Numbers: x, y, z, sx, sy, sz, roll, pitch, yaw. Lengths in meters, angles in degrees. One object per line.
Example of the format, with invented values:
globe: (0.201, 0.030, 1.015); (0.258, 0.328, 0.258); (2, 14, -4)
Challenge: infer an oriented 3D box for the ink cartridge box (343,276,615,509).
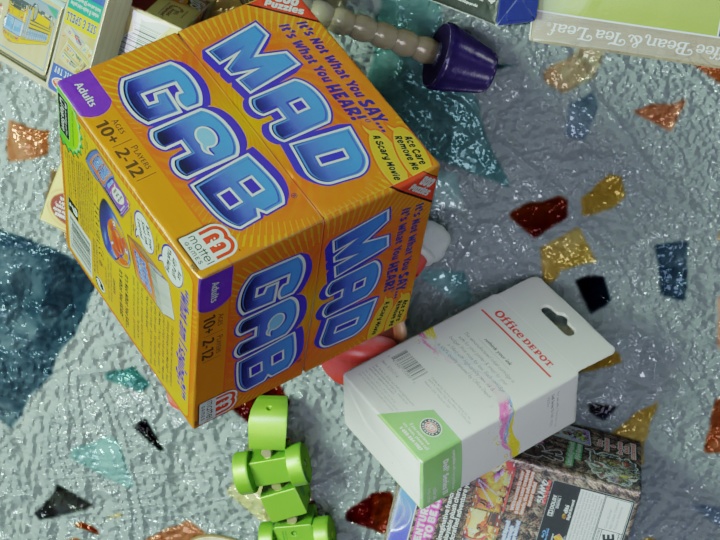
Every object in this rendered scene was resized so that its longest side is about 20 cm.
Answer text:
ink cartridge box: (0.099, 0.097, 1.409); (0.200, 0.117, 0.067); (-26, 140, -21)

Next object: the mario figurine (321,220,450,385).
mario figurine: (0.000, 0.000, 1.454); (0.123, 0.106, 0.200); (14, 105, 42)

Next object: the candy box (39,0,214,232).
candy box: (-0.190, -0.133, 1.395); (0.055, 0.115, 0.200); (26, 112, -1)

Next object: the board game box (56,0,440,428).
board game box: (-0.089, -0.047, 1.278); (0.200, 0.200, 0.200); (52, 154, 26)

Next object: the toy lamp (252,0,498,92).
toy lamp: (0.013, -0.186, 1.355); (0.200, 0.058, 0.058); (15, 113, -16)

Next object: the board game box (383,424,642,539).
board game box: (0.128, 0.213, 1.489); (0.200, 0.097, 0.160); (15, 112, 3)

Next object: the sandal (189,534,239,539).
sandal: (-0.086, 0.334, 1.583); (0.078, 0.070, 0.212); (-41, 100, 20)

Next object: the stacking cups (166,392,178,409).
stacking cups: (-0.129, 0.029, 1.485); (0.060, 0.061, 0.200); (12, 116, 4)

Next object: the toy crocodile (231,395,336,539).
toy crocodile: (-0.065, 0.206, 1.542); (0.067, 0.062, 0.200); (-11, 113, 12)

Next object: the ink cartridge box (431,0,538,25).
ink cartridge box: (0.054, -0.256, 1.285); (0.200, 0.044, 0.094); (29, 121, 44)

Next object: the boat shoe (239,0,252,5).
boat shoe: (-0.084, -0.285, 1.342); (0.075, 0.075, 0.203); (-5, 110, 10)

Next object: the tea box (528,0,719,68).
tea box: (0.239, -0.262, 1.270); (0.200, 0.134, 0.197); (10, 111, 5)

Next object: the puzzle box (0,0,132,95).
puzzle box: (-0.255, -0.223, 1.354); (0.200, 0.025, 0.133); (31, 112, 37)
